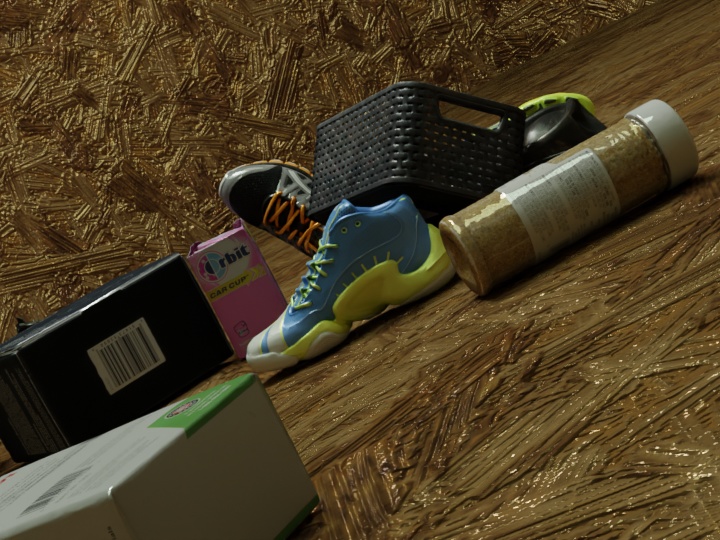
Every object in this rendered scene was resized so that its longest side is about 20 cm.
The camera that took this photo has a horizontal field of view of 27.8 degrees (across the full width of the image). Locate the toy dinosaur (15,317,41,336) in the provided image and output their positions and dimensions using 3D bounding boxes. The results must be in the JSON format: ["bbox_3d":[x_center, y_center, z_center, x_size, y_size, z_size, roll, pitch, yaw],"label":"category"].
[{"bbox_3d":[-0.491,0.120,2.395,0.135,0.103,0.200,-15,-17,-21],"label":"toy dinosaur"}]

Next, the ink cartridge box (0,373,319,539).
[{"bbox_3d":[-0.144,0.144,0.760,0.199,0.085,0.146,-24,7,31],"label":"ink cartridge box"}]

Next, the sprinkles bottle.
[{"bbox_3d":[0.160,-0.056,1.112,0.199,0.069,0.068,-29,7,-8],"label":"sprinkles bottle"}]

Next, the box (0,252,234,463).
[{"bbox_3d":[-0.269,0.091,1.473,0.199,0.125,0.196,-32,10,-30],"label":"box"}]

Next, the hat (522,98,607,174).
[{"bbox_3d":[0.185,-0.112,1.362,0.200,0.081,0.201,-28,6,3],"label":"hat"}]

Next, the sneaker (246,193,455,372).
[{"bbox_3d":[-0.023,0.003,1.236,0.199,0.106,0.076,-28,7,-7],"label":"sneaker"}]

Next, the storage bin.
[{"bbox_3d":[0.049,-0.094,1.341,0.134,0.094,0.200,11,-12,-25],"label":"storage bin"}]

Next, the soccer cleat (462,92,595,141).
[{"bbox_3d":[0.197,-0.168,1.806,0.199,0.065,0.084,-26,5,18],"label":"soccer cleat"}]

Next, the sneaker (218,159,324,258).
[{"bbox_3d":[-0.052,-0.051,1.495,0.077,0.199,0.079,-82,15,-68],"label":"sneaker"}]

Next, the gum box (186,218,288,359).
[{"bbox_3d":[-0.124,0.014,1.512,0.066,0.114,0.200,-28,7,-2],"label":"gum box"}]
